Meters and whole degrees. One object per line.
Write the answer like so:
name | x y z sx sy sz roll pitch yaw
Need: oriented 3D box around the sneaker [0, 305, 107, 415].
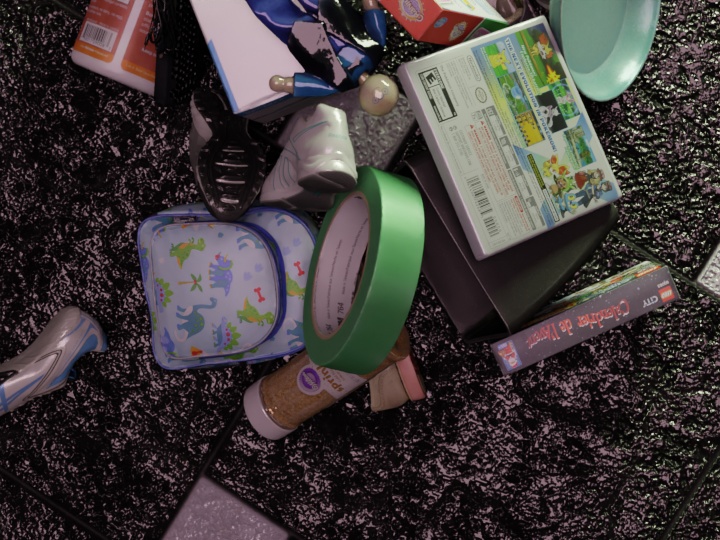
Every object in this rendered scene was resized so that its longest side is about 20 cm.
sneaker | -0.370 0.122 1.505 0.199 0.072 0.073 -38 116 11

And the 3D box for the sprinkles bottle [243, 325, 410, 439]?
sprinkles bottle | -0.038 0.110 1.443 0.199 0.068 0.069 -35 89 29

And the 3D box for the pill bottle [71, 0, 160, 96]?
pill bottle | -0.231 -0.301 1.456 0.111 0.112 0.202 22 93 3

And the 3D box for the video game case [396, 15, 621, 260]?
video game case | 0.148 -0.133 1.311 0.181 0.022 0.202 -22 87 -27

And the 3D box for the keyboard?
keyboard | -0.183 -0.264 1.404 0.039 0.104 0.202 22 121 24

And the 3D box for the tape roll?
tape roll | 0.000 0.000 1.319 0.048 0.200 0.203 14 93 -20

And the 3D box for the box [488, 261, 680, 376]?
box | 0.232 0.049 1.426 0.198 0.137 0.038 -24 90 4

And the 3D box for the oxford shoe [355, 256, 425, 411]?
oxford shoe | 0.004 0.060 1.475 0.073 0.071 0.202 -23 90 7

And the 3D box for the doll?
doll | -0.040 -0.224 1.276 0.200 0.048 0.137 45 86 -6

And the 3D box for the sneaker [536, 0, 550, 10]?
sneaker | 0.175 -0.373 1.425 0.075 0.115 0.201 -39 90 4

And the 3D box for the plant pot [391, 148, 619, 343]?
plant pot | 0.152 -0.058 1.407 0.176 0.199 0.202 -31 90 -10

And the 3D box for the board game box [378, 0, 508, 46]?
board game box | 0.056 -0.293 1.353 0.153 0.199 0.040 48 112 14

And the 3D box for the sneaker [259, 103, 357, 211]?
sneaker | -0.049 -0.108 1.343 0.069 0.200 0.081 6 78 -21

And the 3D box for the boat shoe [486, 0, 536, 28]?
boat shoe | 0.158 -0.266 1.455 0.071 0.065 0.202 -23 90 4

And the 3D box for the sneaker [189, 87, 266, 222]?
sneaker | -0.147 -0.113 1.430 0.073 0.201 0.080 5 128 -16

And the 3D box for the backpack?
backpack | -0.134 0.016 1.444 0.197 0.147 0.186 -7 95 -1

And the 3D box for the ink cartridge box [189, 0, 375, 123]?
ink cartridge box | -0.078 -0.252 1.403 0.144 0.200 0.148 -22 91 5

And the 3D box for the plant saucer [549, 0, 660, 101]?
plant saucer | 0.253 -0.281 1.408 0.036 0.199 0.203 14 93 40
